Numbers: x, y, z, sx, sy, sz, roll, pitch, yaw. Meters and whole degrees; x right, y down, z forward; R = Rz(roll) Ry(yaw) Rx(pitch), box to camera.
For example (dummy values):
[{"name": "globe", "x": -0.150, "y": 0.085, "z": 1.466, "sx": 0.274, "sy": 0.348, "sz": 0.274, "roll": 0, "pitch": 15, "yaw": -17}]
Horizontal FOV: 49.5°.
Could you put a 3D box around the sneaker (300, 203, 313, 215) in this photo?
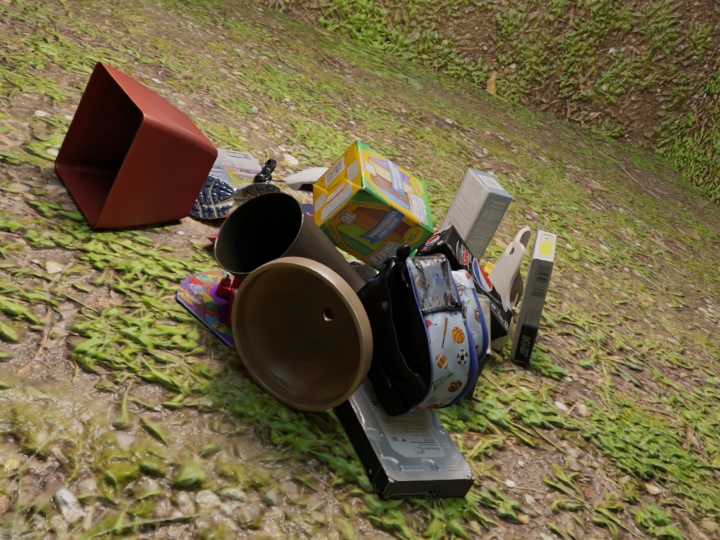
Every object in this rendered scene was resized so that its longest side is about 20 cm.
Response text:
[{"name": "sneaker", "x": -0.044, "y": -0.115, "z": 1.525, "sx": 0.199, "sy": 0.083, "sz": 0.074, "roll": 2, "pitch": 35, "yaw": -36}]

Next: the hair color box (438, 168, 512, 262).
[{"name": "hair color box", "x": 0.217, "y": -0.089, "z": 1.567, "sx": 0.060, "sy": 0.201, "sz": 0.099, "roll": 10, "pitch": 29, "yaw": -28}]

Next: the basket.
[{"name": "basket", "x": -0.089, "y": 0.001, "z": 1.139, "sx": 0.180, "sy": 0.137, "sz": 0.200, "roll": 15, "pitch": -22, "yaw": 47}]

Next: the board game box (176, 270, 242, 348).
[{"name": "board game box", "x": -0.172, "y": 0.044, "z": 1.161, "sx": 0.199, "sy": 0.039, "sz": 0.157, "roll": 37, "pitch": 28, "yaw": 24}]

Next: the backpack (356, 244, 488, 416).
[{"name": "backpack", "x": 0.077, "y": 0.091, "z": 1.041, "sx": 0.153, "sy": 0.200, "sz": 0.192, "roll": 1, "pitch": 64, "yaw": -22}]

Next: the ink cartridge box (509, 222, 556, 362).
[{"name": "ink cartridge box", "x": 0.319, "y": 0.037, "z": 1.424, "sx": 0.047, "sy": 0.200, "sz": 0.200, "roll": 13, "pitch": 24, "yaw": 14}]

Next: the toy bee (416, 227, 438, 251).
[{"name": "toy bee", "x": 0.098, "y": -0.038, "z": 1.468, "sx": 0.199, "sy": 0.110, "sz": 0.131, "roll": 10, "pitch": 11, "yaw": -36}]

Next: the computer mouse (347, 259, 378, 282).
[{"name": "computer mouse", "x": 0.000, "y": 0.000, "z": 1.374, "sx": 0.198, "sy": 0.044, "sz": 0.110, "roll": 24, "pitch": 26, "yaw": -2}]

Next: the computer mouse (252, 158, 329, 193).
[{"name": "computer mouse", "x": -0.109, "y": -0.184, "z": 1.530, "sx": 0.198, "sy": 0.044, "sz": 0.110, "roll": 8, "pitch": 23, "yaw": 9}]

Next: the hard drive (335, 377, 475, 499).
[{"name": "hard drive", "x": 0.051, "y": 0.215, "z": 1.045, "sx": 0.139, "sy": 0.038, "sz": 0.200, "roll": 8, "pitch": 31, "yaw": -30}]

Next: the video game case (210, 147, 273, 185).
[{"name": "video game case", "x": -0.271, "y": -0.193, "z": 1.541, "sx": 0.199, "sy": 0.022, "sz": 0.182, "roll": 4, "pitch": 33, "yaw": -38}]

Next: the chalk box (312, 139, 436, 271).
[{"name": "chalk box", "x": 0.035, "y": -0.090, "z": 1.265, "sx": 0.199, "sy": 0.124, "sz": 0.125, "roll": 28, "pitch": 37, "yaw": -30}]

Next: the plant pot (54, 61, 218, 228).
[{"name": "plant pot", "x": -0.355, "y": -0.189, "z": 1.281, "sx": 0.175, "sy": 0.201, "sz": 0.200, "roll": 10, "pitch": 28, "yaw": -47}]

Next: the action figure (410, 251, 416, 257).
[{"name": "action figure", "x": 0.134, "y": 0.045, "z": 1.364, "sx": 0.200, "sy": 0.055, "sz": 0.119, "roll": 42, "pitch": 37, "yaw": -14}]

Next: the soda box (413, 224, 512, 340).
[{"name": "soda box", "x": 0.175, "y": 0.027, "z": 1.315, "sx": 0.201, "sy": 0.070, "sz": 0.063, "roll": 54, "pitch": 33, "yaw": -17}]

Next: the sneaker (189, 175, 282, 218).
[{"name": "sneaker", "x": -0.233, "y": -0.122, "z": 1.395, "sx": 0.198, "sy": 0.078, "sz": 0.085, "roll": 8, "pitch": -4, "yaw": -3}]

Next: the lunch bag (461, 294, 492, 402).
[{"name": "lunch bag", "x": 0.098, "y": 0.092, "z": 1.229, "sx": 0.198, "sy": 0.118, "sz": 0.164, "roll": 18, "pitch": 29, "yaw": 0}]

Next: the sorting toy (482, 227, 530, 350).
[{"name": "sorting toy", "x": 0.265, "y": 0.014, "z": 1.440, "sx": 0.106, "sy": 0.181, "sz": 0.200, "roll": 27, "pitch": 25, "yaw": 7}]

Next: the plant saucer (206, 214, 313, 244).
[{"name": "plant saucer", "x": -0.123, "y": -0.058, "z": 1.321, "sx": 0.198, "sy": 0.037, "sz": 0.200, "roll": 4, "pitch": 16, "yaw": 28}]

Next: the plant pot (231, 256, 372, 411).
[{"name": "plant pot", "x": -0.062, "y": 0.072, "z": 1.018, "sx": 0.200, "sy": 0.202, "sz": 0.093, "roll": 32, "pitch": 29, "yaw": 15}]
